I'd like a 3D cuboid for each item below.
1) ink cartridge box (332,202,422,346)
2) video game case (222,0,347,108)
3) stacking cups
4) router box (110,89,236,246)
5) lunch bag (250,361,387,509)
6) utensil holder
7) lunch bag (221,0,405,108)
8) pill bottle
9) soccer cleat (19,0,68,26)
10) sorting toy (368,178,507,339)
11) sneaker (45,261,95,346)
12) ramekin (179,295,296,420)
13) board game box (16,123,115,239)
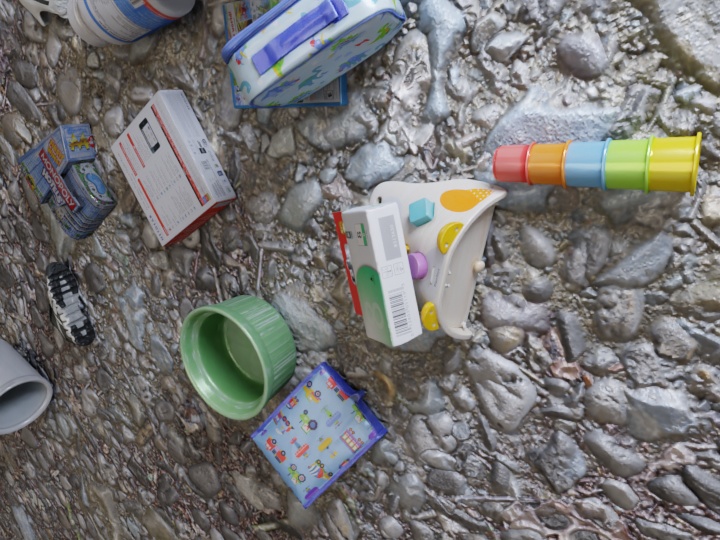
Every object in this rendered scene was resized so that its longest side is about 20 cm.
[{"bbox_3d":[0.000,0.000,0.698,0.199,0.050,0.163,6,110,64],"label":"ink cartridge box"},{"bbox_3d":[-0.107,-0.302,0.744,0.198,0.018,0.145,9,112,30],"label":"video game case"},{"bbox_3d":[0.237,-0.114,0.559,0.198,0.060,0.061,9,112,31],"label":"stacking cups"},{"bbox_3d":[-0.322,-0.170,0.911,0.179,0.049,0.202,-26,91,37],"label":"router box"},{"bbox_3d":[-0.061,0.258,0.878,0.151,0.094,0.200,47,116,13],"label":"lunch bag"},{"bbox_3d":[-0.947,0.297,1.406,0.199,0.169,0.171,34,122,22],"label":"utensil holder"},{"bbox_3d":[-0.050,-0.267,0.612,0.199,0.161,0.083,-27,100,23],"label":"lunch bag"},{"bbox_3d":[-0.352,-0.411,0.807,0.198,0.112,0.114,-4,105,34],"label":"pill bottle"},{"bbox_3d":[-0.506,-0.483,0.916,0.198,0.069,0.086,-8,127,26],"label":"soccer cleat"},{"bbox_3d":[0.070,-0.029,0.693,0.179,0.106,0.202,32,123,42],"label":"sorting toy"},{"bbox_3d":[-0.682,0.081,1.225,0.090,0.066,0.202,-8,104,32],"label":"sneaker"},{"bbox_3d":[-0.204,0.141,0.914,0.198,0.097,0.202,12,113,30],"label":"ramekin"},{"bbox_3d":[-0.579,-0.189,1.066,0.199,0.062,0.201,-32,88,37],"label":"board game box"}]
